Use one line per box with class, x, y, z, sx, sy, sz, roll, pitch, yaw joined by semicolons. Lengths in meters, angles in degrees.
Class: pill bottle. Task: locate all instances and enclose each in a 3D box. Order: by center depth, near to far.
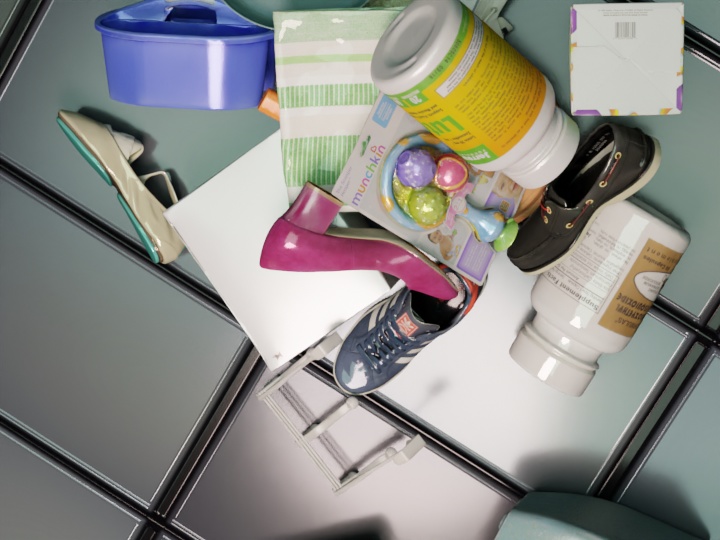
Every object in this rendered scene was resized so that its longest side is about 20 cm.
pill bottle;0.115;-0.165;1.569;0.200;0.111;0.111;36;103;-29
pill bottle;0.238;0.021;1.673;0.114;0.114;0.201;31;101;3

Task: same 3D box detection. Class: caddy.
caddy;-0.172;-0.232;1.680;0.199;0.142;0.106;4;112;7

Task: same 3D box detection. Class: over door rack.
over door rack;-0.016;0.147;1.707;0.067;0.200;0.148;-39;90;-30

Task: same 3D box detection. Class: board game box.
board game box;0.254;-0.205;1.595;0.104;0.200;0.104;0;98;7

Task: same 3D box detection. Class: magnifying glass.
magnifying glass;-0.010;-0.126;1.654;0.199;0.022;0.080;27;114;-14

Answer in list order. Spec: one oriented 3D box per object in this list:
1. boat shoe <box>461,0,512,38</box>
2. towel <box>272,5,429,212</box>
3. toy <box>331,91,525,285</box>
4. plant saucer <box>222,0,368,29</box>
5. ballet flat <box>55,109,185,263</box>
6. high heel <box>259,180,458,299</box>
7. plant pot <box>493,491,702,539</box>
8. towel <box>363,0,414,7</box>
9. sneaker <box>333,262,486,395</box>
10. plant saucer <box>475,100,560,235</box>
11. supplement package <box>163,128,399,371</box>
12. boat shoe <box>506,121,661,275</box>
boat shoe;0.121;-0.253;1.678;0.069;0.071;0.201;24;104;-12
towel;-0.005;-0.157;1.619;0.151;0.023;0.201;-3;102;-3
toy;0.080;-0.078;1.608;0.200;0.047;0.116;31;79;-32
plant saucer;-0.060;-0.329;1.650;0.199;0.027;0.202;-2;76;6
ballet flat;-0.245;-0.101;1.760;0.069;0.069;0.201;-34;94;11
high heel;0.000;0.000;1.620;0.199;0.067;0.096;31;96;-24
plant pot;0.221;0.332;1.688;0.199;0.196;0.197;30;101;14
towel;0.003;-0.308;1.684;0.199;0.036;0.149;21;96;16
sneaker;0.045;0.059;1.722;0.075;0.085;0.200;46;102;0
plant saucer;0.111;-0.125;1.679;0.199;0.032;0.201;0;118;1
supplement package;-0.078;-0.027;1.715;0.155;0.111;0.201;-34;92;11
boat shoe;0.206;-0.072;1.616;0.063;0.074;0.201;21;133;-29
